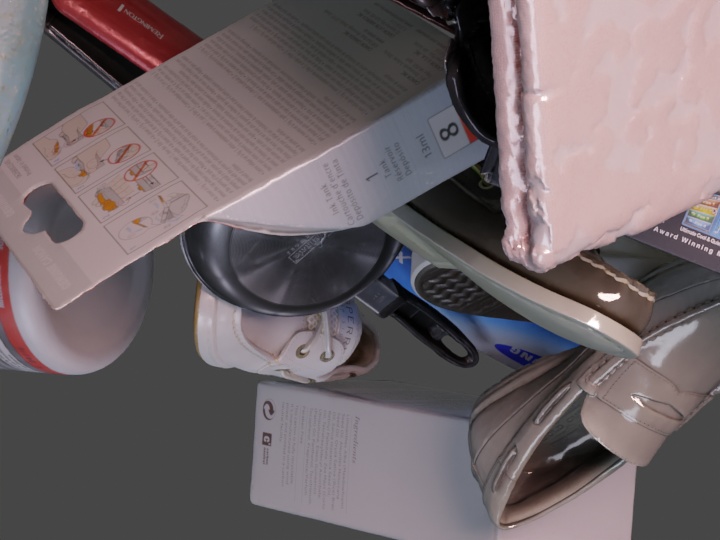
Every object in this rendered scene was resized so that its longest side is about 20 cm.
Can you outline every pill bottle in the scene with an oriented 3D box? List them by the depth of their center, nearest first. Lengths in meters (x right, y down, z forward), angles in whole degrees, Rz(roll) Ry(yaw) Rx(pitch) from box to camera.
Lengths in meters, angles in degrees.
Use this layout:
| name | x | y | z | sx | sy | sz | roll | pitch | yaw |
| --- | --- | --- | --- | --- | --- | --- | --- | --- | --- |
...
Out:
| name | x | y | z | sx | sy | sz | roll | pitch | yaw |
| --- | --- | --- | --- | --- | --- | --- | --- | --- | --- |
| pill bottle | -0.225 | -0.005 | 1.288 | 0.199 | 0.116 | 0.116 | 2 | 142 | 32 |

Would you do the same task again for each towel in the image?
| name | x | y | z | sx | sy | sz | roll | pitch | yaw |
| --- | --- | --- | --- | --- | --- | --- | --- | --- | --- |
| towel | 0.118 | -0.117 | 0.767 | 0.032 | 0.200 | 0.192 | 23 | 127 | 48 |

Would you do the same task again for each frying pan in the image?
| name | x | y | z | sx | sy | sz | roll | pitch | yaw |
| --- | --- | --- | --- | --- | --- | --- | --- | --- | --- |
| frying pan | -0.016 | 0.005 | 1.104 | 0.115 | 0.031 | 0.190 | -22 | 128 | 0 |

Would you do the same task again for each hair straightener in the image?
| name | x | y | z | sx | sy | sz | roll | pitch | yaw |
| --- | --- | --- | --- | --- | --- | --- | --- | --- | --- |
| hair straightener | -0.167 | -0.132 | 1.131 | 0.200 | 0.041 | 0.077 | 31 | 148 | -9 |

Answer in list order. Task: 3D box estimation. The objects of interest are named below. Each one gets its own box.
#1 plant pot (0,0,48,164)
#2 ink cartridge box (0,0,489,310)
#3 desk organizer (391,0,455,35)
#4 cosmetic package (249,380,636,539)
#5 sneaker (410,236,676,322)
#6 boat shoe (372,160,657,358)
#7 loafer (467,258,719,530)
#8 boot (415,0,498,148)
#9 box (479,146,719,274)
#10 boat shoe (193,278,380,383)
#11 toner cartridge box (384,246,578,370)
| name | x | y | z | sx | sy | sz | roll | pitch | yaw |
| --- | --- | --- | --- | --- | --- | --- | --- | --- | --- |
| plant pot | -0.236 | -0.092 | 0.956 | 0.195 | 0.201 | 0.196 | 1 | 158 | -25 |
| ink cartridge box | -0.054 | -0.046 | 0.979 | 0.050 | 0.200 | 0.162 | 62 | 170 | -29 |
| desk organizer | -0.018 | -0.182 | 0.927 | 0.199 | 0.072 | 0.077 | 28 | 146 | -5 |
| cosmetic package | 0.041 | 0.103 | 1.230 | 0.101 | 0.072 | 0.200 | 2 | -178 | -40 |
| sneaker | 0.122 | -0.012 | 1.087 | 0.199 | 0.085 | 0.073 | 15 | 146 | -16 |
| boat shoe | 0.059 | -0.022 | 0.973 | 0.072 | 0.060 | 0.202 | 37 | 177 | -38 |
| loafer | 0.126 | 0.055 | 1.043 | 0.070 | 0.070 | 0.200 | 23 | 137 | -29 |
| boot | 0.056 | -0.151 | 0.798 | 0.070 | 0.132 | 0.201 | -19 | 94 | 38 |
| box | 0.167 | -0.074 | 0.891 | 0.199 | 0.162 | 0.049 | 23 | -169 | 4 |
| boat shoe | -0.032 | 0.022 | 1.199 | 0.069 | 0.071 | 0.200 | 9 | 176 | 15 |
| toner cartridge box | 0.060 | -0.006 | 1.159 | 0.199 | 0.043 | 0.095 | 28 | 150 | -5 |
